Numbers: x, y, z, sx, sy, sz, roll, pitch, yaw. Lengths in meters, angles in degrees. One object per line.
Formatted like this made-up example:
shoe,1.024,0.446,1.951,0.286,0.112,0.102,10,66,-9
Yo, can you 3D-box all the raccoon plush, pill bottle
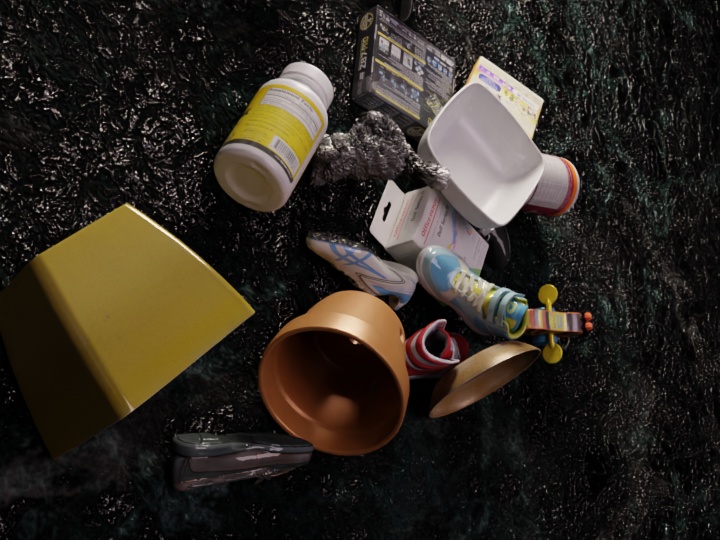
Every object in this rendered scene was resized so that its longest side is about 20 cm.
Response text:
raccoon plush,0.020,-0.156,1.375,0.134,0.197,0.098,-42,143,-42
pill bottle,-0.109,-0.187,1.287,0.111,0.110,0.202,47,50,-26
pill bottle,0.293,-0.160,1.693,0.198,0.109,0.112,5,76,-41

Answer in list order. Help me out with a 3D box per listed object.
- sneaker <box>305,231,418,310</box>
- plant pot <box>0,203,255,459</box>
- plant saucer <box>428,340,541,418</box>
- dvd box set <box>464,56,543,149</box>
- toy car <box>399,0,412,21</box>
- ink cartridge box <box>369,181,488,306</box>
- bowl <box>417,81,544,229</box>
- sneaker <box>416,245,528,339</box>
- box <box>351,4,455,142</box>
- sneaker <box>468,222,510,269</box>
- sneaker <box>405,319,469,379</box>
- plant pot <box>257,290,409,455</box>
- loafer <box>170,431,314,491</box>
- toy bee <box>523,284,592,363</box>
sneaker,0.000,0.000,1.386,0.198,0.072,0.073,27,91,-30
plant pot,-0.270,0.052,1.013,0.178,0.199,0.200,55,46,-4
plant saucer,0.183,0.160,1.452,0.198,0.200,0.036,-8,61,-46
dvd box set,0.245,-0.287,1.665,0.145,0.030,0.201,33,39,-6
toy car,0.108,-0.509,1.546,0.156,0.163,0.204,19,61,-41
ink cartridge box,0.112,-0.051,1.510,0.200,0.067,0.118,42,53,-30
bowl,0.183,-0.177,1.522,0.200,0.074,0.200,48,53,-11
sneaker,0.181,0.033,1.430,0.199,0.130,0.080,38,76,-30
box,0.075,-0.314,1.556,0.198,0.049,0.164,24,61,-40
sneaker,0.182,-0.089,1.594,0.088,0.074,0.203,-20,84,-47
sneaker,0.128,0.119,1.445,0.198,0.112,0.072,-8,73,-47
plant pot,-0.022,0.122,1.255,0.202,0.198,0.141,57,29,-18
loafer,-0.149,0.238,1.178,0.197,0.071,0.064,9,93,-37
toy bee,0.353,0.089,1.694,0.198,0.108,0.133,-17,90,-46
